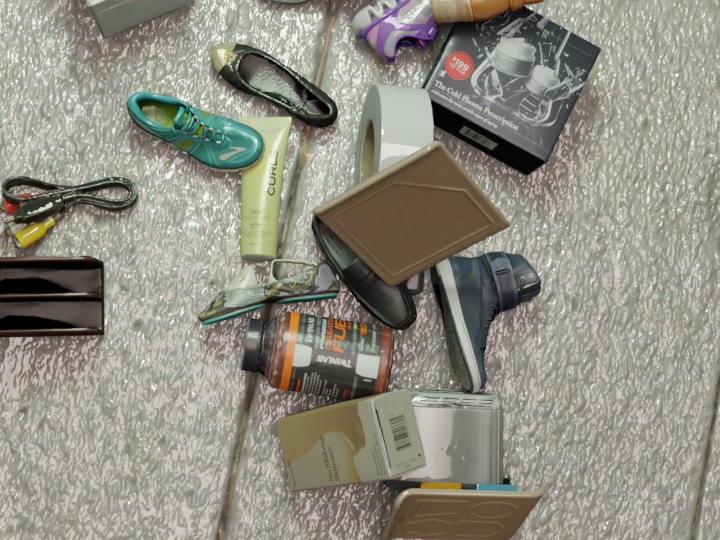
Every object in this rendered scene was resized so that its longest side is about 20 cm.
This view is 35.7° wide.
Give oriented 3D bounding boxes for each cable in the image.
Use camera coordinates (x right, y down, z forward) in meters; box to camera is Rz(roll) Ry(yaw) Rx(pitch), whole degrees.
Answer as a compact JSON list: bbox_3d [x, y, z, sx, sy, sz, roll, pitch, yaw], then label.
[{"bbox_3d":[-0.408,-0.095,1.531,0.198,0.050,0.098,-19,70,-19],"label":"cable"}]

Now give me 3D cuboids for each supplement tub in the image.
[{"bbox_3d":[-0.059,0.114,1.506,0.198,0.107,0.108,9,84,-6],"label":"supplement tub"}]

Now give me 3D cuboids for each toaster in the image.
[{"bbox_3d":[0.118,0.228,1.507,0.198,0.114,0.131,4,89,-6],"label":"toaster"}]

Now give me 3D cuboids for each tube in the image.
[{"bbox_3d":[-0.138,-0.116,1.547,0.058,0.052,0.202,9,79,-33],"label":"tube"}]

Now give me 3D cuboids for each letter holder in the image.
[{"bbox_3d":[-0.441,0.034,1.454,0.198,0.142,0.102,-1,85,-6],"label":"letter holder"}]

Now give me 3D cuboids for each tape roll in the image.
[{"bbox_3d":[0.041,-0.144,1.489,0.070,0.202,0.205,4,85,-10],"label":"tape roll"}]

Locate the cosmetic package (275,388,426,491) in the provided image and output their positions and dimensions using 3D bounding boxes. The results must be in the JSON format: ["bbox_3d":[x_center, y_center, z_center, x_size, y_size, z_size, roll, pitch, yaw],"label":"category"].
[{"bbox_3d":[-0.016,0.223,1.454,0.071,0.199,0.106,-10,83,-44],"label":"cosmetic package"}]

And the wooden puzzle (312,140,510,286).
[{"bbox_3d":[0.065,-0.071,1.401,0.184,0.200,0.038,-27,48,22],"label":"wooden puzzle"}]

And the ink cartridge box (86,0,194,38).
[{"bbox_3d":[-0.328,-0.447,1.504,0.146,0.146,0.202,-24,88,-8],"label":"ink cartridge box"}]

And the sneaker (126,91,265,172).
[{"bbox_3d":[-0.227,-0.190,1.520,0.198,0.080,0.078,19,85,1],"label":"sneaker"}]

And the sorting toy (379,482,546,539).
[{"bbox_3d":[0.130,0.318,1.479,0.198,0.186,0.037,-2,60,-8],"label":"sorting toy"}]

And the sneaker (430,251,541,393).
[{"bbox_3d":[0.185,0.063,1.528,0.144,0.077,0.204,-6,62,-9],"label":"sneaker"}]

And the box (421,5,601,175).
[{"bbox_3d":[0.200,-0.266,1.566,0.199,0.104,0.183,27,82,-3],"label":"box"}]

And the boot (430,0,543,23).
[{"bbox_3d":[0.160,-0.431,1.500,0.153,0.074,0.202,-9,84,5],"label":"boot"}]

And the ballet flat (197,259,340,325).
[{"bbox_3d":[-0.129,0.023,1.527,0.198,0.072,0.073,-12,87,-12],"label":"ballet flat"}]

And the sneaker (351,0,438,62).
[{"bbox_3d":[0.089,-0.361,1.573,0.199,0.081,0.089,-32,83,-2],"label":"sneaker"}]

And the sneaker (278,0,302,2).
[{"bbox_3d":[-0.049,-0.425,1.526,0.200,0.146,0.078,-7,88,-5],"label":"sneaker"}]

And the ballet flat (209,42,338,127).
[{"bbox_3d":[-0.117,-0.264,1.556,0.199,0.057,0.067,27,82,-3],"label":"ballet flat"}]

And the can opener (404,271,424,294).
[{"bbox_3d":[0.093,-0.065,1.564,0.066,0.053,0.202,4,86,-5],"label":"can opener"}]

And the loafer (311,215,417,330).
[{"bbox_3d":[0.000,0.000,1.519,0.068,0.070,0.201,-41,77,8],"label":"loafer"}]
